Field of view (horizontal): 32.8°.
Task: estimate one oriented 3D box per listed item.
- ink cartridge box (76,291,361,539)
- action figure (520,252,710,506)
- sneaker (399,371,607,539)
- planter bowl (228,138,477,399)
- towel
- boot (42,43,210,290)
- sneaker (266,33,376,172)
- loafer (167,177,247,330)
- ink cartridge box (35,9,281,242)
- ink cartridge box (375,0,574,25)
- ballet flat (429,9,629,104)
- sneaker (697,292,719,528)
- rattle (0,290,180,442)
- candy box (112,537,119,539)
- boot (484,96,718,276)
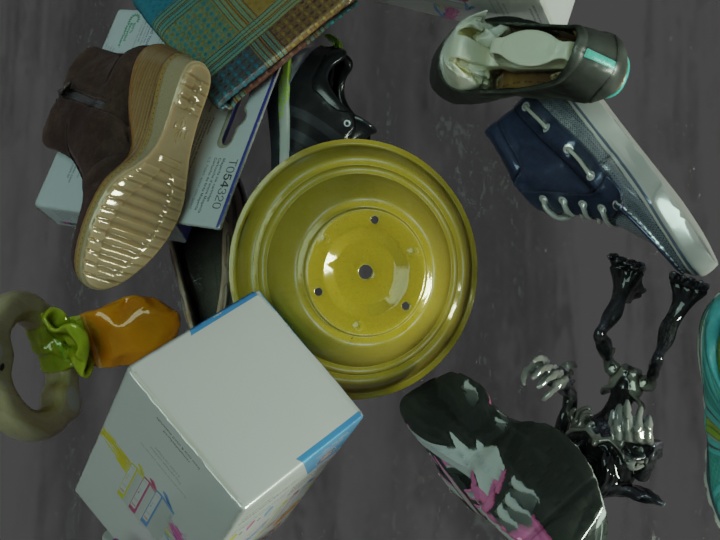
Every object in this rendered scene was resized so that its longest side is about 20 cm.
[{"bbox_3d":[-0.112,0.142,0.909,0.125,0.128,0.201,46,138,13],"label":"ink cartridge box"},{"bbox_3d":[0.174,0.091,0.874,0.118,0.101,0.203,20,92,37],"label":"action figure"},{"bbox_3d":[0.110,0.151,0.872,0.080,0.087,0.200,-33,37,-8],"label":"sneaker"},{"bbox_3d":[0.000,0.000,0.918,0.197,0.083,0.204,0,91,-7],"label":"planter bowl"},{"bbox_3d":[-0.104,-0.230,1.015,0.146,0.022,0.201,-39,53,0],"label":"towel"},{"bbox_3d":[-0.205,-0.087,0.975,0.165,0.072,0.203,12,74,45],"label":"boot"},{"bbox_3d":[-0.027,-0.097,0.991,0.081,0.072,0.204,-12,77,15],"label":"sneaker"},{"bbox_3d":[-0.131,-0.030,1.020,0.071,0.063,0.203,-18,76,16],"label":"loafer"},{"bbox_3d":[-0.154,-0.122,1.018,0.197,0.043,0.199,9,69,29],"label":"ink cartridge box"},{"bbox_3d":[0.074,-0.277,0.957,0.197,0.125,0.131,18,87,20],"label":"ink cartridge box"},{"bbox_3d":[0.109,-0.163,0.915,0.198,0.068,0.069,7,84,48],"label":"ballet flat"},{"bbox_3d":[0.270,0.114,0.851,0.076,0.080,0.204,-14,78,16],"label":"sneaker"},{"bbox_3d":[-0.253,0.072,0.972,0.140,0.200,0.133,4,82,19],"label":"rattle"},{"bbox_3d":[-0.135,0.307,0.888,0.135,0.202,0.061,25,50,34],"label":"candy box"},{"bbox_3d":[0.179,-0.058,0.923,0.090,0.072,0.202,-39,63,16],"label":"boot"}]
